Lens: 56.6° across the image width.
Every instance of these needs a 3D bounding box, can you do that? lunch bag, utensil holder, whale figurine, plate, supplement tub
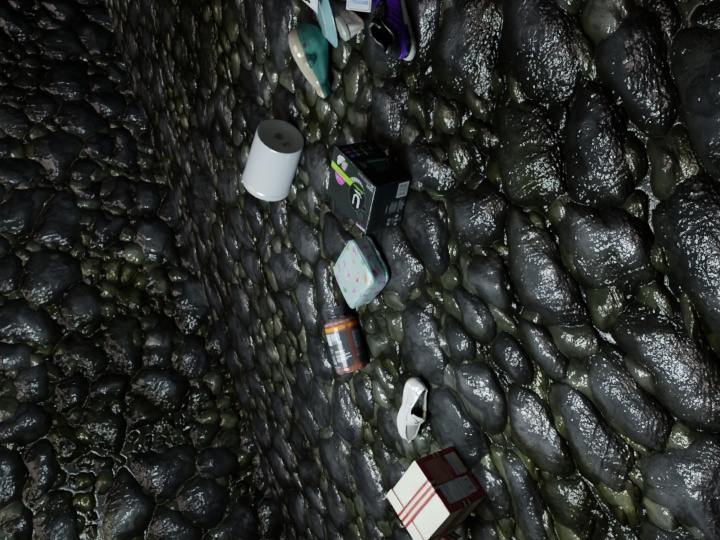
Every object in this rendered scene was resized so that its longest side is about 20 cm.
[{"bbox_3d":[0.000,0.000,1.925,0.163,0.076,0.201,65,148,19],"label":"lunch bag"},{"bbox_3d":[-0.280,-0.356,2.146,0.172,0.167,0.202,57,143,26],"label":"utensil holder"},{"bbox_3d":[-0.122,-0.588,1.863,0.160,0.102,0.203,-80,-35,-71],"label":"whale figurine"},{"bbox_3d":[-0.102,-0.688,1.761,0.200,0.025,0.205,161,91,-87],"label":"plate"},{"bbox_3d":[-0.050,0.210,2.071,0.106,0.105,0.205,-15,90,59],"label":"supplement tub"}]

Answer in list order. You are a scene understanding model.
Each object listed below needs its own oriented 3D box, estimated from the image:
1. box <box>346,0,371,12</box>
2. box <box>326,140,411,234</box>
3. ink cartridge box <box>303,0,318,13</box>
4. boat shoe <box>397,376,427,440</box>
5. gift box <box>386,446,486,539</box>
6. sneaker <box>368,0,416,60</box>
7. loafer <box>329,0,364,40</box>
[{"bbox_3d":[0.008,-0.724,1.560,0.117,0.058,0.204,-81,-3,-60],"label":"box"},{"bbox_3d":[0.018,-0.222,1.754,0.200,0.122,0.151,47,139,36],"label":"box"},{"bbox_3d":[-0.114,-0.748,1.626,0.109,0.050,0.202,46,153,22],"label":"ink cartridge box"},{"bbox_3d":[0.150,0.397,1.855,0.069,0.069,0.205,36,131,48],"label":"boat shoe"},{"bbox_3d":[0.206,0.601,1.755,0.186,0.197,0.189,56,129,34],"label":"gift box"},{"bbox_3d":[0.058,-0.585,1.551,0.069,0.098,0.204,-36,69,57],"label":"sneaker"},{"bbox_3d":[-0.043,-0.659,1.735,0.073,0.062,0.202,69,178,-45],"label":"loafer"}]
